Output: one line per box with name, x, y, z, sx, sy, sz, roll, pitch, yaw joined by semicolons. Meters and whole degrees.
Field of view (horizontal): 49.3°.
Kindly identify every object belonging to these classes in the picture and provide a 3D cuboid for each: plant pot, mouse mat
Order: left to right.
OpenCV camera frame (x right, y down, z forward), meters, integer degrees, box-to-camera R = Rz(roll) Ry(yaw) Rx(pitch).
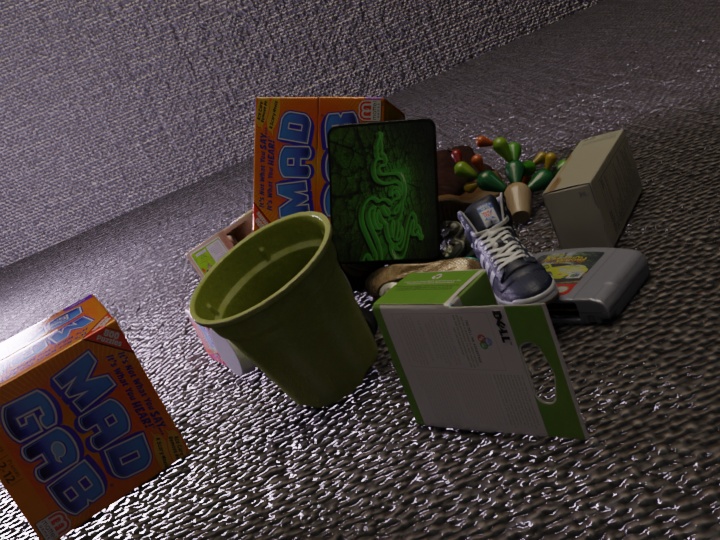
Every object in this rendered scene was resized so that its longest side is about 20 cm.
plant pot;-0.076;0.061;0.968;0.199;0.185;0.201;-27;27;15
mouse mat;0.032;-0.112;1.116;0.159;0.202;0.008;-3;1;14

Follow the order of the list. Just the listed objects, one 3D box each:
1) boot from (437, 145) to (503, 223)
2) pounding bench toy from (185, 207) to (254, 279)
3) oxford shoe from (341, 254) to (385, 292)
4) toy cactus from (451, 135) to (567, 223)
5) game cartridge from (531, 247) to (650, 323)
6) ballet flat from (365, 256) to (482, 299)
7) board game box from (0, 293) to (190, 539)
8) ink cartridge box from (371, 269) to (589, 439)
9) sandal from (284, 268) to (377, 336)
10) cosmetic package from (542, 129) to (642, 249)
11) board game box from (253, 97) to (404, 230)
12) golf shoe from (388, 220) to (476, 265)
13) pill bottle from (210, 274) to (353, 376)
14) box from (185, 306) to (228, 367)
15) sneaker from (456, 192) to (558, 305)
boot;0.149;-0.151;1.401;0.198;0.073;0.167;-14;43;-15
pounding bench toy;-0.190;-0.045;1.449;0.199;0.125;0.156;-25;12;47
oxford shoe;0.000;0.000;1.230;0.072;0.085;0.200;21;6;5
toy cactus;0.251;-0.144;1.299;0.198;0.103;0.166;7;51;-6
game cartridge;0.243;0.017;0.968;0.199;0.041;0.133;-3;23;46
ballet flat;0.080;0.025;1.101;0.199;0.071;0.066;-14;35;37
board game box;-0.372;0.178;1.005;0.199;0.201;0.200;-31;20;-20
ink cartridge box;0.126;0.079;0.763;0.199;0.149;0.076;-4;25;43
sandal;-0.068;0.041;1.075;0.076;0.199;0.043;-56;3;31
cosmetic package;0.330;-0.111;1.104;0.071;0.106;0.200;-11;21;37
board game box;-0.044;-0.161;1.250;0.198;0.202;0.200;3;5;11
golf shoe;0.113;-0.014;1.178;0.087;0.078;0.200;9;-15;-31
pill bottle;-0.115;0.065;1.146;0.199;0.112;0.111;-32;20;-26
box;-0.160;0.057;1.247;0.199;0.095;0.102;-33;21;-24
sneaker;0.172;-0.027;0.946;0.070;0.109;0.200;-23;18;2
